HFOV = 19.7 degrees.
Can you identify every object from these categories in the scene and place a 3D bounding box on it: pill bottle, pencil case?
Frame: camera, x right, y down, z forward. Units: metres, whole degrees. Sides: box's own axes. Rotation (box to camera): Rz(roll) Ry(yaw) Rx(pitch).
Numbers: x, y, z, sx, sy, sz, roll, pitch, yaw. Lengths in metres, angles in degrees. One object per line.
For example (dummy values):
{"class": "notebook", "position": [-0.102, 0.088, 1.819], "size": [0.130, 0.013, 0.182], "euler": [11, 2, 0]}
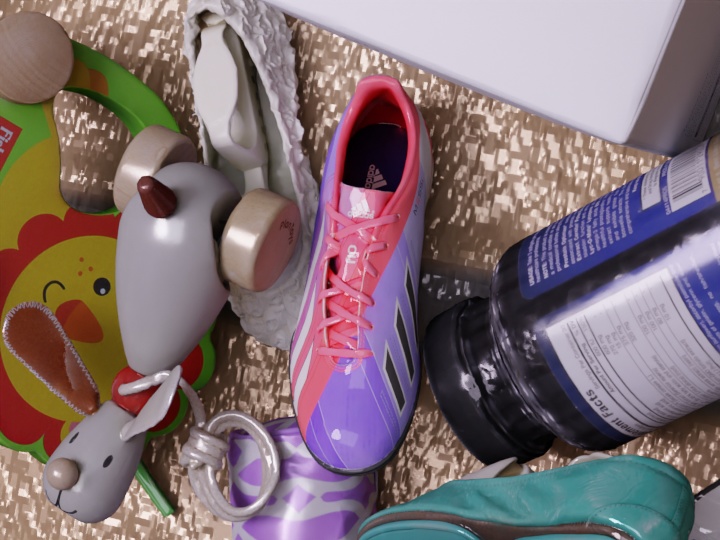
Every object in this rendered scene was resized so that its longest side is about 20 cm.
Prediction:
{"class": "pill bottle", "position": [0.133, 0.018, 0.989], "size": [0.199, 0.112, 0.113], "euler": [-29, 81, 27]}
{"class": "pencil case", "position": [-0.021, 0.169, 1.064], "size": [0.084, 0.085, 0.202], "euler": [-4, 88, 56]}

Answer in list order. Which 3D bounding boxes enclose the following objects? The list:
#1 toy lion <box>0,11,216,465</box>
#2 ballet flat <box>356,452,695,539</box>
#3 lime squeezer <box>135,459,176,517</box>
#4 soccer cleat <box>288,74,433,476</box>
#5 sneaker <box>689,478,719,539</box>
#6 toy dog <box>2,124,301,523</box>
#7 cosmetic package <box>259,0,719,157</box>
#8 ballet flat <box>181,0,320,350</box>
{"class": "toy lion", "position": [-0.152, -0.006, 1.074], "size": [0.191, 0.069, 0.201], "euler": [30, 79, -22]}
{"class": "ballet flat", "position": [0.081, 0.120, 0.967], "size": [0.199, 0.070, 0.068], "euler": [-11, 119, 50]}
{"class": "lime squeezer", "position": [-0.135, 0.032, 1.127], "size": [0.070, 0.038, 0.202], "euler": [1, 89, -15]}
{"class": "soccer cleat", "position": [0.000, 0.000, 1.020], "size": [0.068, 0.073, 0.202], "euler": [4, 64, 8]}
{"class": "sneaker", "position": [0.205, 0.155, 0.997], "size": [0.114, 0.080, 0.202], "euler": [5, 84, 21]}
{"class": "toy dog", "position": [-0.107, 0.025, 1.008], "size": [0.131, 0.096, 0.202], "euler": [3, 84, 23]}
{"class": "cosmetic package", "position": [0.073, -0.143, 0.970], "size": [0.198, 0.200, 0.124], "euler": [24, 96, 16]}
{"class": "ballet flat", "position": [-0.061, -0.053, 1.082], "size": [0.071, 0.072, 0.202], "euler": [-12, 87, 17]}
